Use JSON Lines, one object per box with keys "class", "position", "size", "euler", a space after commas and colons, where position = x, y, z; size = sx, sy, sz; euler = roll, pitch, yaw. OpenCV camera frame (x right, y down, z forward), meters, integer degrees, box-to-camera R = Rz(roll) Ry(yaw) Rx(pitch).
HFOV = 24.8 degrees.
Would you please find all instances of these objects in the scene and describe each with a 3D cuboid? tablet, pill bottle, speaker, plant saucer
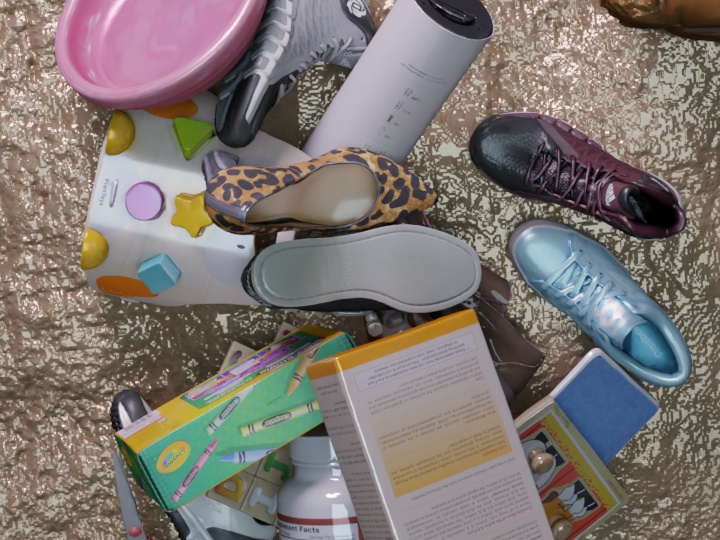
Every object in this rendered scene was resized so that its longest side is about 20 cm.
{"class": "tablet", "position": [0.168, 0.165, 1.444], "size": [0.200, 0.014, 0.130], "euler": [-47, 135, 4]}
{"class": "pill bottle", "position": [-0.013, 0.233, 1.396], "size": [0.112, 0.112, 0.201], "euler": [-4, 93, -1]}
{"class": "speaker", "position": [0.028, -0.147, 1.352], "size": [0.081, 0.081, 0.200], "euler": [31, 127, -5]}
{"class": "plant saucer", "position": [-0.157, -0.210, 1.352], "size": [0.200, 0.201, 0.051], "euler": [-37, 139, 4]}

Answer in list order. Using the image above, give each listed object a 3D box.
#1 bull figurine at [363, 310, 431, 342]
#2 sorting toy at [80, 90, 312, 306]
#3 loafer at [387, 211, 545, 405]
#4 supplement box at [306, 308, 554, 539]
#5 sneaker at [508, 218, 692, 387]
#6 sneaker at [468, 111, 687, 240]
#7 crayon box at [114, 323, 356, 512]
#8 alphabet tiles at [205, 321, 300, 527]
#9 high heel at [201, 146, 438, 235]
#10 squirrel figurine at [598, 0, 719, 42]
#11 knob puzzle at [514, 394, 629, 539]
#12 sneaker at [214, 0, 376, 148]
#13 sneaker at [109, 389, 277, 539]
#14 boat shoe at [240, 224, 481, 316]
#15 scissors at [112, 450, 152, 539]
{"class": "bull figurine", "position": [0.061, 0.101, 1.419], "size": [0.065, 0.121, 0.200], "euler": [-32, 92, 0]}
{"class": "sorting toy", "position": [-0.130, -0.051, 1.383], "size": [0.180, 0.107, 0.201], "euler": [14, 98, 6]}
{"class": "loafer", "position": [0.094, 0.022, 1.435], "size": [0.071, 0.073, 0.200], "euler": [-35, 102, -7]}
{"class": "supplement box", "position": [0.054, 0.145, 1.250], "size": [0.126, 0.074, 0.200], "euler": [-18, 88, -23]}
{"class": "sneaker", "position": [0.216, 0.028, 1.426], "size": [0.200, 0.082, 0.074], "euler": [37, 95, -6]}
{"class": "sneaker", "position": [0.193, -0.080, 1.393], "size": [0.200, 0.116, 0.076], "euler": [20, 97, -4]}
{"class": "crayon box", "position": [-0.098, 0.118, 1.361], "size": [0.200, 0.119, 0.058], "euler": [-29, 100, -14]}
{"class": "alphabet tiles", "position": [-0.044, 0.148, 1.445], "size": [0.200, 0.006, 0.167], "euler": [26, 85, -16]}
{"class": "high heel", "position": [-0.026, -0.050, 1.284], "size": [0.199, 0.143, 0.072], "euler": [6, 108, -11]}
{"class": "squirrel figurine", "position": [0.280, -0.293, 1.359], "size": [0.199, 0.142, 0.187], "euler": [3, 92, -4]}
{"class": "knob puzzle", "position": [0.128, 0.222, 1.424], "size": [0.219, 0.030, 0.220], "euler": [-15, 128, -19]}
{"class": "sneaker", "position": [-0.042, -0.176, 1.370], "size": [0.115, 0.075, 0.200], "euler": [27, 69, -24]}
{"class": "sneaker", "position": [-0.150, 0.183, 1.454], "size": [0.080, 0.074, 0.200], "euler": [-35, 102, -12]}
{"class": "boat shoe", "position": [0.000, 0.000, 1.354], "size": [0.199, 0.060, 0.076], "euler": [4, 85, -18]}
{"class": "scissors", "position": [-0.201, 0.239, 1.435], "size": [0.073, 0.014, 0.200], "euler": [-24, 127, 3]}
